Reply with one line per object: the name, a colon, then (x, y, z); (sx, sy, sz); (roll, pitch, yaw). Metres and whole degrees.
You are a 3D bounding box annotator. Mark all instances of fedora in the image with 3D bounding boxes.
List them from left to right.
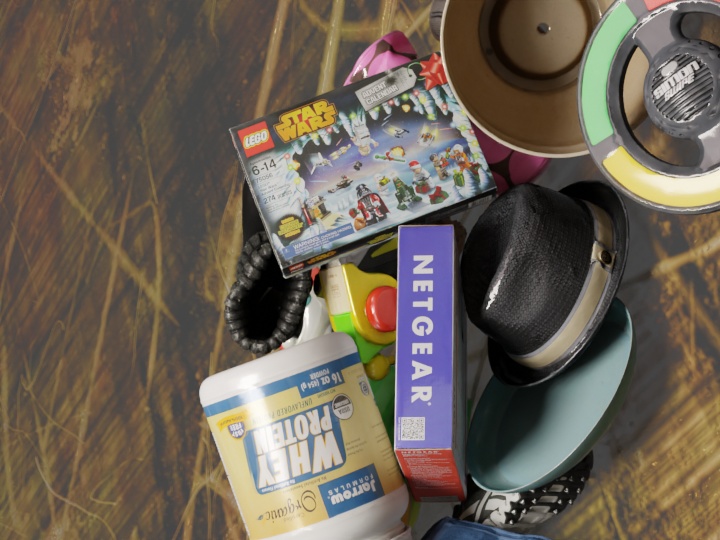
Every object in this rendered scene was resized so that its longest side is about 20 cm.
fedora: (0.144, -0.003, 1.361); (0.201, 0.092, 0.201); (-45, 29, 34)

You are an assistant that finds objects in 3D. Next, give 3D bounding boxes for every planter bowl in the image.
planter bowl: (0.166, -0.207, 1.360); (0.135, 0.200, 0.201); (-90, 16, -77)

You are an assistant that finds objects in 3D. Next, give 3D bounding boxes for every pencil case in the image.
pencil case: (0.085, -0.145, 1.439); (0.094, 0.200, 0.091); (-54, -3, -40)

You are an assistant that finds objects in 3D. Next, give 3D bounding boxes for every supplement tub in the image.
supplement tub: (-0.043, 0.166, 1.348); (0.145, 0.145, 0.200); (-24, 85, 55)

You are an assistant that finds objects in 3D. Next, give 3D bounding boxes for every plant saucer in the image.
plant saucer: (0.168, 0.109, 1.340); (0.200, 0.027, 0.200); (-44, 23, 24)

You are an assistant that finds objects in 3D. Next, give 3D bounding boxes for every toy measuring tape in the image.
toy measuring tape: (0.000, 0.000, 1.409); (0.074, 0.073, 0.200); (-12, 92, 58)

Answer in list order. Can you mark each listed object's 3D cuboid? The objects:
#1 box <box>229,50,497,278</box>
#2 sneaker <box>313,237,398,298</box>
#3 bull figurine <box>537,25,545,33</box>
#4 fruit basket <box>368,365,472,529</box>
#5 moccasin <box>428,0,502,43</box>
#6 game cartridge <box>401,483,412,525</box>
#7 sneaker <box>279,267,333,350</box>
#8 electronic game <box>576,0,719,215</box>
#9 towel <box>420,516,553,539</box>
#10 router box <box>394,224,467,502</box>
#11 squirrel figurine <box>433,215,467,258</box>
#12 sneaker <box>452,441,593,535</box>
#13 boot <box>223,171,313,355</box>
box: (0.002, -0.093, 1.357); (0.040, 0.200, 0.137); (79, 169, -75)
sneaker: (0.035, -0.039, 1.488); (0.200, 0.085, 0.074); (-55, 13, -11)
bull figurine: (0.117, -0.169, 1.525); (0.200, 0.065, 0.121); (-61, 42, 27)
fruit basket: (0.005, 0.193, 1.560); (0.215, 0.155, 0.216); (-31, 45, 38)
moccasin: (0.142, -0.290, 1.462); (0.074, 0.078, 0.201); (36, 91, 27)
game cartridge: (-0.030, 0.232, 1.510); (0.176, 0.032, 0.200); (34, 140, 27)
sneaker: (-0.048, 0.088, 1.671); (0.070, 0.093, 0.200); (20, 121, 61)
electronic game: (0.262, -0.144, 1.239); (0.200, 0.042, 0.200); (1, 91, 37)
towel: (0.125, 0.266, 1.303); (0.200, 0.112, 0.049); (8, 131, 37)
router box: (0.064, 0.084, 1.364); (0.180, 0.049, 0.200); (72, -161, -66)
squirrel figurine: (-0.002, -0.050, 1.578); (0.200, 0.186, 0.142); (52, 126, 51)
sneaker: (0.135, 0.194, 1.400); (0.200, 0.066, 0.091); (-58, 40, 38)
boot: (-0.078, -0.028, 1.439); (0.158, 0.079, 0.211); (45, -134, -86)
